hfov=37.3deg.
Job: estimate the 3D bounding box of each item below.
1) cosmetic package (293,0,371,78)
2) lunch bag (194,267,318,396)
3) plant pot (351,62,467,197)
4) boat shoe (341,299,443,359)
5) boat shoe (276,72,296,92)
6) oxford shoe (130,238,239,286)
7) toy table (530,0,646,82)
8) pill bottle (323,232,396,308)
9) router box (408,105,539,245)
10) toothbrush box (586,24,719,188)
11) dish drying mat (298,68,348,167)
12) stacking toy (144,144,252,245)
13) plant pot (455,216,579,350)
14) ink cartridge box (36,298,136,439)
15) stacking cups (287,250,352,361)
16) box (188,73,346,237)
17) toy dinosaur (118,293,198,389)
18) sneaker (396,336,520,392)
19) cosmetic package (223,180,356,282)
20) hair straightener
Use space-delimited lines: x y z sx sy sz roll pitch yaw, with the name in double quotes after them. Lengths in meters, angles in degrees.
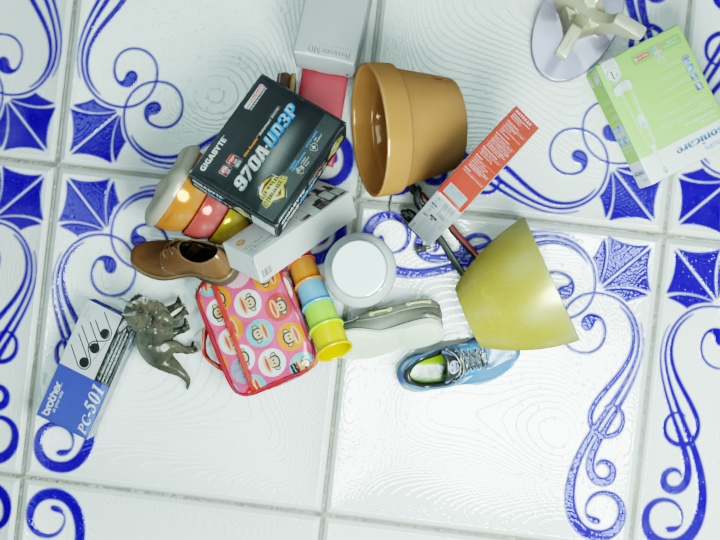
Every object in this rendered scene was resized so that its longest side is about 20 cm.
-0.035 -0.414 1.665 0.100 0.071 0.203 11 83 3 "cosmetic package"
-0.172 0.091 1.680 0.174 0.082 0.203 -23 86 5 "lunch bag"
0.077 -0.218 1.623 0.138 0.200 0.204 -6 89 -14 "plant pot"
0.033 0.091 1.679 0.199 0.072 0.061 -10 48 14 "boat shoe"
-0.144 -0.215 1.680 0.069 0.070 0.203 9 90 -2 "boat shoe"
-0.284 -0.027 1.660 0.197 0.071 0.072 4 60 27 "oxford shoe"
0.344 -0.394 1.642 0.181 0.117 0.203 19 89 2 "toy table"
0.000 0.000 1.610 0.109 0.200 0.113 0 89 1 "pill bottle"
0.164 -0.136 1.587 0.049 0.200 0.180 43 75 1 "router box"
0.462 -0.252 1.652 0.144 0.086 0.202 -27 88 1 "toothbrush box"
-0.063 -0.270 1.705 0.076 0.018 0.203 9 91 1 "dish drying mat"
-0.226 -0.087 1.674 0.199 0.146 0.147 34 91 -17 "stacking toy"
0.226 0.041 1.612 0.140 0.200 0.202 -25 89 10 "plant pot"
-0.430 0.157 1.702 0.093 0.044 0.202 24 91 4 "ink cartridge box"
-0.073 0.042 1.659 0.060 0.061 0.202 -24 63 2 "stacking cups"
-0.135 -0.173 1.589 0.158 0.046 0.201 31 72 9 "box"
-0.316 0.101 1.679 0.101 0.077 0.202 -19 126 -17 "toy dinosaur"
0.155 0.150 1.659 0.197 0.089 0.080 -16 89 0 "sneaker"
-0.106 -0.063 1.625 0.199 0.082 0.051 -37 127 -29 "cosmetic package"
0.108 -0.061 1.685 0.077 0.041 0.201 -40 89 1 "hair straightener"
